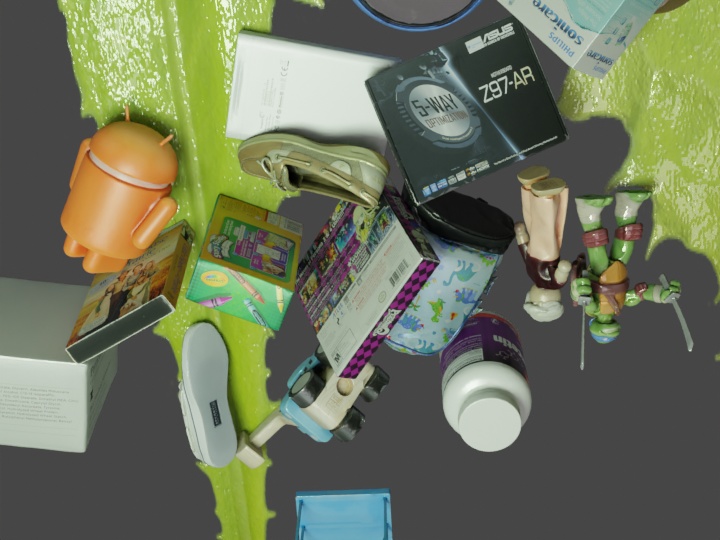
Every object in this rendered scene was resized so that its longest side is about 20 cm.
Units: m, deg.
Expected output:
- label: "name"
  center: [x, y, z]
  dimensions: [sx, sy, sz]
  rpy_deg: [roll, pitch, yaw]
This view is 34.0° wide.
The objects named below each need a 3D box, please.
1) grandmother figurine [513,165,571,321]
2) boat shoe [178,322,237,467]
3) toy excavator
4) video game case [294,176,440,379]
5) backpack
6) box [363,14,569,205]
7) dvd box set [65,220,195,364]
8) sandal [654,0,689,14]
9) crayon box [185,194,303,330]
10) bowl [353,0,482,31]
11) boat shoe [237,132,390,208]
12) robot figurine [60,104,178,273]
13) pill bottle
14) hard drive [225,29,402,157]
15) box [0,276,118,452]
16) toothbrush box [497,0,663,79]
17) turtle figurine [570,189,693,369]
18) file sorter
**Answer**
- label: "grandmother figurine"
  center: [0.232, -0.022, 1.478]
  dimensions: [0.060, 0.122, 0.202]
  rpy_deg: [-11, 121, -8]
- label: "boat shoe"
  center: [-0.220, 0.169, 1.602]
  dimensions: [0.065, 0.073, 0.202]
  rpy_deg: [4, 101, 45]
- label: "toy excavator"
  center: [-0.077, 0.186, 1.599]
  dimensions: [0.100, 0.200, 0.195]
  rpy_deg: [41, 69, -16]
- label: "video game case"
  center: [0.000, 0.000, 1.452]
  dimensions: [0.036, 0.182, 0.201]
  rpy_deg: [11, 125, -37]
- label: "backpack"
  center: [0.086, 0.009, 1.491]
  dimensions: [0.162, 0.154, 0.201]
  rpy_deg: [23, 126, -16]
- label: "box"
  center: [0.124, -0.188, 1.389]
  dimensions: [0.198, 0.044, 0.161]
  rpy_deg: [-23, 93, 1]
- label: "dvd box set"
  center: [-0.281, 0.023, 1.460]
  dimensions: [0.145, 0.201, 0.030]
  rpy_deg: [-28, 115, 14]
- label: "sandal"
  center: [0.371, -0.382, 1.336]
  dimensions: [0.080, 0.054, 0.201]
  rpy_deg: [25, 99, -17]
- label: "crayon box"
  center: [-0.138, -0.014, 1.439]
  dimensions: [0.118, 0.200, 0.059]
  rpy_deg: [20, 114, -8]
- label: "bowl"
  center: [0.067, -0.371, 1.351]
  dimensions: [0.198, 0.039, 0.202]
  rpy_deg: [1, 116, 1]
- label: "boat shoe"
  center: [-0.064, -0.117, 1.429]
  dimensions: [0.199, 0.064, 0.073]
  rpy_deg: [10, 156, 18]
- label: "robot figurine"
  center: [-0.293, -0.094, 1.446]
  dimensions: [0.116, 0.144, 0.201]
  rpy_deg: [18, 109, -23]
- label: "pill bottle"
  center: [0.159, 0.142, 1.508]
  dimensions: [0.111, 0.200, 0.113]
  rpy_deg: [0, 117, 1]
- label: "hard drive"
  center: [-0.058, -0.211, 1.439]
  dimensions: [0.198, 0.027, 0.133]
  rpy_deg: [10, 116, -3]
- label: "box"
  center: [-0.425, 0.115, 1.509]
  dimensions: [0.198, 0.199, 0.132]
  rpy_deg: [6, 117, -1]
- label: "toothbrush box"
  center: [0.263, -0.337, 1.297]
  dimensions: [0.147, 0.085, 0.201]
  rpy_deg: [48, 114, 27]
- label: "turtle figurine"
  center: [0.329, 0.004, 1.451]
  dimensions: [0.142, 0.200, 0.196]
  rpy_deg: [-3, 100, 7]
- label: "file sorter"
  center: [-0.021, 0.434, 1.699]
  dimensions: [0.137, 0.123, 0.202]
  rpy_deg: [-3, 116, 2]
